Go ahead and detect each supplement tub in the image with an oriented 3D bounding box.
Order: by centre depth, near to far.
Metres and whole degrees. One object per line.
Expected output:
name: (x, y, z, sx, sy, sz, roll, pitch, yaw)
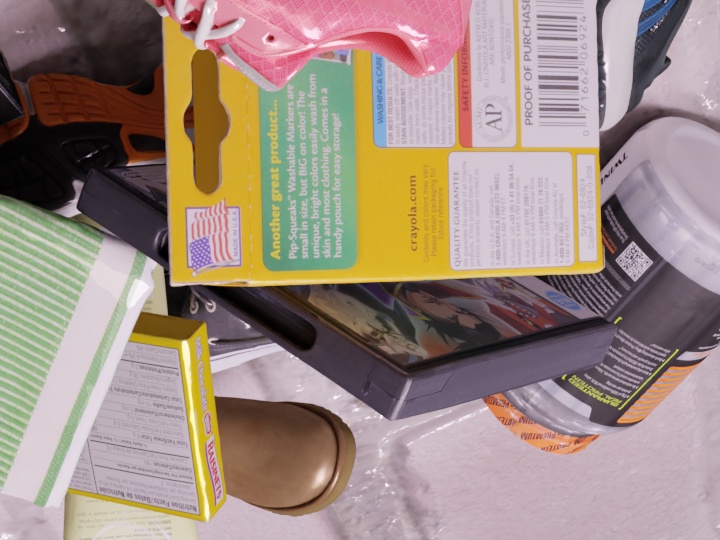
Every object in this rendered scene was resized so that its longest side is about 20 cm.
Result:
supplement tub: (0.159, 0.015, 1.135, 0.122, 0.123, 0.200, 8, 135, -38)

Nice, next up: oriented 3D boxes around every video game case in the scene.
video game case: (0.000, 0.000, 0.858, 0.200, 0.181, 0.026, -8, 126, -58)

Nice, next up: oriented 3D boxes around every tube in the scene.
tube: (-0.124, 0.065, 0.972, 0.052, 0.201, 0.058, -1, 175, -45)

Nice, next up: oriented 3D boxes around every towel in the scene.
towel: (-0.204, 0.018, 0.829, 0.199, 0.023, 0.153, 20, 119, -12)

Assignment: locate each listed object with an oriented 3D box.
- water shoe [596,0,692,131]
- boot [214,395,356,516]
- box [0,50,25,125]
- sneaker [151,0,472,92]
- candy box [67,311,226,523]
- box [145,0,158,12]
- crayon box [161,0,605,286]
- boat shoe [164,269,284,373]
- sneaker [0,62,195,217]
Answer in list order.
water shoe: (0.132, -0.161, 0.945, 0.079, 0.071, 0.200, -38, 154, -31)
boot: (-0.128, 0.088, 1.047, 0.175, 0.066, 0.200, 3, 170, 43)
box: (-0.259, -0.096, 0.794, 0.159, 0.049, 0.200, -29, 146, 4)
sneaker: (-0.046, -0.108, 0.662, 0.199, 0.087, 0.074, 2, 180, -18)
candy box: (-0.162, 0.059, 0.930, 0.199, 0.026, 0.103, 9, 122, 24)
box: (-0.048, -0.204, 0.730, 0.176, 0.097, 0.200, -32, 146, 12)
crayon box: (0.003, -0.059, 0.762, 0.199, 0.126, 0.052, -2, -179, -30)
boat shoe: (-0.058, 0.013, 1.003, 0.199, 0.070, 0.066, -1, 152, 23)
sneaker: (-0.112, -0.055, 0.921, 0.199, 0.076, 0.092, -17, 157, -2)
